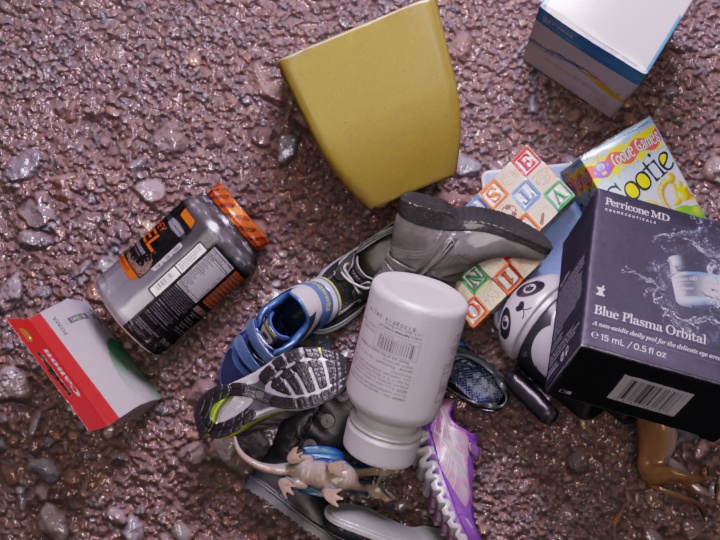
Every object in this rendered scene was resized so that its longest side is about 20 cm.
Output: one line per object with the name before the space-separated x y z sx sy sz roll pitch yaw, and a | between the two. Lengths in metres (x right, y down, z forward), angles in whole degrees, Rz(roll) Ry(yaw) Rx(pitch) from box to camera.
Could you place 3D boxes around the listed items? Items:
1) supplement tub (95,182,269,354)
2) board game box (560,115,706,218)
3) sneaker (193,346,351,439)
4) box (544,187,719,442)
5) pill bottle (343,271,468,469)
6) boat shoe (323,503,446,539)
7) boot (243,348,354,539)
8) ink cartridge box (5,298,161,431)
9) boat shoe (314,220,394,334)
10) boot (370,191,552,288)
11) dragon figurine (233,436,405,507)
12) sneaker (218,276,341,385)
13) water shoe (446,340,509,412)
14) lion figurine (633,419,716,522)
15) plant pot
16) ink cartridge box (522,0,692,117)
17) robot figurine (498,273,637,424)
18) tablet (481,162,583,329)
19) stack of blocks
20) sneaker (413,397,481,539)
supplement tub | -0.215 -0.005 1.273 0.199 0.123 0.123 -42 85 -3
board game box | 0.343 -0.065 1.263 0.102 0.105 0.203 -28 87 -4
sneaker | -0.099 0.147 1.246 0.196 0.081 0.075 -19 74 10
box | 0.315 0.046 1.108 0.193 0.118 0.203 15 57 -1
pill bottle | 0.044 0.115 1.178 0.112 0.115 0.204 15 107 3
boat shoe | 0.038 0.332 1.235 0.197 0.076 0.061 22 101 -17
boot | -0.027 0.221 1.281 0.163 0.066 0.202 32 82 2
ink cartridge box | -0.321 0.107 1.228 0.050 0.200 0.162 -38 85 -2
boat shoe | 0.000 0.000 1.290 0.200 0.071 0.072 -45 86 1
boot | 0.117 -0.008 1.230 0.196 0.068 0.133 13 111 -8
dragon figurine | -0.049 0.236 1.214 0.196 0.099 0.060 6 84 16
sneaker | -0.113 0.084 1.266 0.074 0.082 0.200 47 109 10
water shoe | 0.099 0.103 1.275 0.198 0.079 0.072 30 86 4
lion figurine | 0.362 0.200 1.261 0.120 0.072 0.205 -3 91 30
plant pot | 0.024 -0.190 1.256 0.191 0.196 0.203 -22 100 0
ink cartridge box | 0.299 -0.303 1.244 0.145 0.200 0.148 33 87 6
robot figurine | 0.253 0.091 1.217 0.149 0.126 0.199 -32 59 -31
tablet | 0.224 -0.031 1.316 0.127 0.014 0.205 -5 84 2
stack of blocks | 0.174 -0.039 1.281 0.200 0.059 0.115 -45 79 4
sneaker | 0.111 0.238 1.252 0.087 0.081 0.203 -16 66 -13
